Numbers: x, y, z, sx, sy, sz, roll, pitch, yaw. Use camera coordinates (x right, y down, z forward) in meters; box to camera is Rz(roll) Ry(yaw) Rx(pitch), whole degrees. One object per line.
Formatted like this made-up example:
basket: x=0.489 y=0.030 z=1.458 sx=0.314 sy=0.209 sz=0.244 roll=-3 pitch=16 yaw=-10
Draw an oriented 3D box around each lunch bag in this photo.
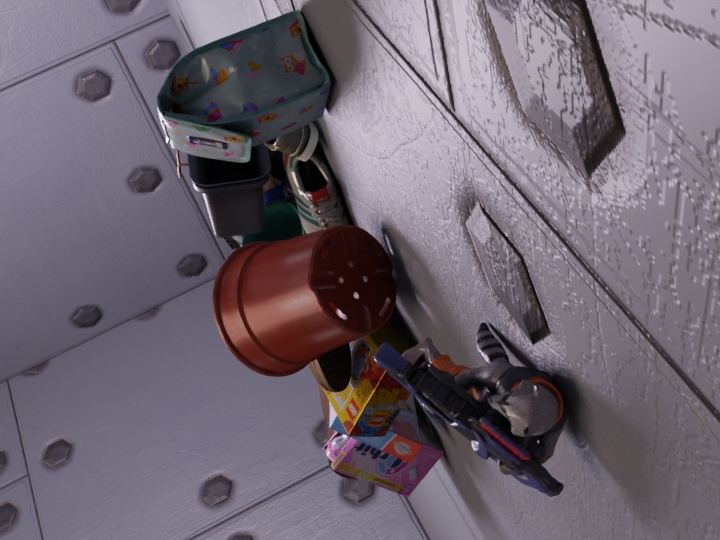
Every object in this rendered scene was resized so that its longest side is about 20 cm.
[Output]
lunch bag: x=-0.144 y=-0.204 z=1.088 sx=0.122 sy=0.200 sz=0.170 roll=64 pitch=172 yaw=1

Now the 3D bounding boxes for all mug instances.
mug: x=-0.108 y=-0.017 z=1.527 sx=0.114 sy=0.152 sz=0.185 roll=16 pitch=-116 yaw=-49

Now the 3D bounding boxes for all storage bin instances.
storage bin: x=-0.219 y=-0.153 z=1.482 sx=0.200 sy=0.145 sz=0.134 roll=-106 pitch=11 yaw=-45

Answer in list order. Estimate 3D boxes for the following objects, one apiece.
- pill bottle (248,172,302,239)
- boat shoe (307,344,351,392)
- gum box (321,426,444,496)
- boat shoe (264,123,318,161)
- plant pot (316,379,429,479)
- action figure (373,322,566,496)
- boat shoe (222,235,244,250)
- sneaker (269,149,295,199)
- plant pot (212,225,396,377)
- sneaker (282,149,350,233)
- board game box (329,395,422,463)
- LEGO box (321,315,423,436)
pill bottle: x=-0.123 y=-0.102 z=1.650 sx=0.200 sy=0.116 sz=0.116 roll=64 pitch=173 yaw=-13
boat shoe: x=-0.074 y=0.095 z=1.411 sx=0.068 sy=0.072 sz=0.200 roll=-22 pitch=84 yaw=43
gum box: x=0.039 y=0.321 z=1.639 sx=0.200 sy=0.114 sz=0.066 roll=29 pitch=-166 yaw=-35
boat shoe: x=-0.125 y=-0.220 z=1.354 sx=0.060 sy=0.072 sz=0.202 roll=15 pitch=-163 yaw=-31
plant pot: x=0.009 y=0.267 z=1.783 sx=0.200 sy=0.200 sz=0.198 roll=71 pitch=178 yaw=-47
action figure: x=0.102 y=0.093 z=0.784 sx=0.200 sy=0.105 sz=0.193 roll=40 pitch=175 yaw=-18
boat shoe: x=-0.216 y=-0.070 z=1.625 sx=0.200 sy=0.057 sz=0.069 roll=80 pitch=-158 yaw=-76
sneaker: x=-0.129 y=-0.197 z=1.498 sx=0.200 sy=0.078 sz=0.075 roll=59 pitch=171 yaw=33
plant pot: x=-0.067 y=0.033 z=1.255 sx=0.195 sy=0.201 sz=0.201 roll=-19 pitch=99 yaw=47
sneaker: x=-0.063 y=-0.101 z=1.393 sx=0.093 sy=0.070 sz=0.200 roll=-119 pitch=7 yaw=-73
board game box: x=0.022 y=0.232 z=1.560 sx=0.153 sy=0.040 sz=0.200 roll=25 pitch=-162 yaw=-10
LEGO box: x=0.001 y=0.141 z=1.454 sx=0.149 sy=0.077 sz=0.200 roll=-62 pitch=40 yaw=25
